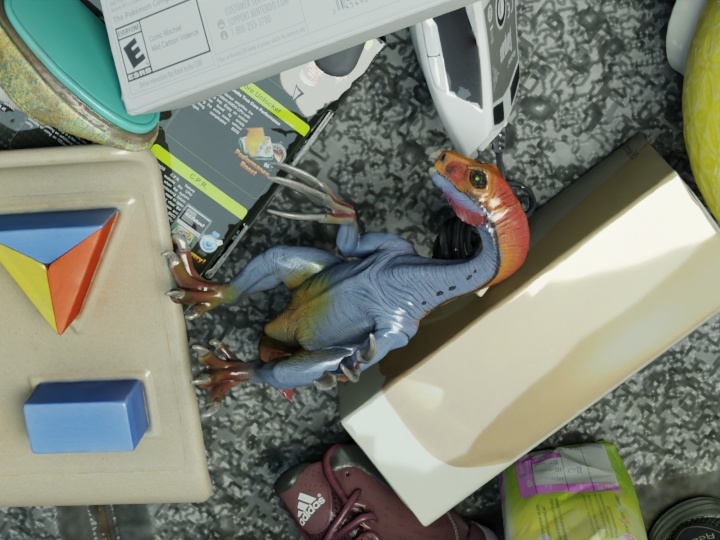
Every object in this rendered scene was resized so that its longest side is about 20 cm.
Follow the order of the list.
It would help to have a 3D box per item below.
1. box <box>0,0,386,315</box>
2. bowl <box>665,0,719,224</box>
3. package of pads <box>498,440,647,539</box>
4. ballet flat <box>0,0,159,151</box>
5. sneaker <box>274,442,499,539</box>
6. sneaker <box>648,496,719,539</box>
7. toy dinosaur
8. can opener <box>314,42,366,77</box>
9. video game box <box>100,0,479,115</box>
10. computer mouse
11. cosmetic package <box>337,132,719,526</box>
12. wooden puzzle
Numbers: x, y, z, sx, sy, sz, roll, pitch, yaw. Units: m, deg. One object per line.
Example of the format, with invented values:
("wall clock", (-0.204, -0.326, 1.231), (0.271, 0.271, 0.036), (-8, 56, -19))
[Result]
("box", (-0.121, -0.097, 0.947), (0.199, 0.048, 0.194), (36, 98, -8))
("bowl", (0.208, -0.105, 0.900), (0.107, 0.200, 0.201), (35, 103, 28))
("package of pads", (0.110, 0.179, 0.937), (0.068, 0.200, 0.156), (-7, 104, 3))
("ballet flat", (-0.176, -0.123, 0.891), (0.071, 0.071, 0.200), (-41, 99, 9))
("sneaker", (-0.009, 0.154, 0.943), (0.116, 0.200, 0.076), (45, 117, -1))
("sneaker", (0.220, 0.220, 0.995), (0.076, 0.114, 0.200), (-30, 104, 8))
("toy dinosaur", (0.000, 0.000, 0.890), (0.180, 0.200, 0.106), (-13, 85, 18))
("can opener", (0.010, -0.177, 0.840), (0.053, 0.067, 0.201), (22, 110, -4))
("video game box", (-0.042, -0.180, 0.826), (0.199, 0.047, 0.184), (-14, 92, 38))
("computer mouse", (0.048, -0.092, 0.896), (0.044, 0.110, 0.201), (4, 119, 19))
("cosmetic package", (0.086, 0.026, 0.950), (0.200, 0.105, 0.071), (-38, 103, 6))
("wooden puzzle", (-0.177, 0.038, 0.945), (0.184, 0.046, 0.201), (-3, 115, 11))
